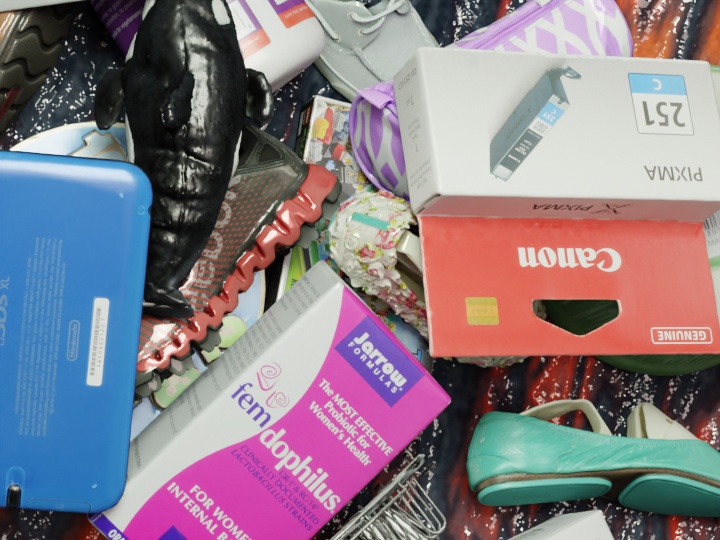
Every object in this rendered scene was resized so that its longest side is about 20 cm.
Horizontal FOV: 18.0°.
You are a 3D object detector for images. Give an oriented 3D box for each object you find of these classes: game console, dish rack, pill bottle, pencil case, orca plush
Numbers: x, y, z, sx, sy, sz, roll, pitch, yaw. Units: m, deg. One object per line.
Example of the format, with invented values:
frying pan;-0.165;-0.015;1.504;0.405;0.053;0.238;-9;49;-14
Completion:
game console;-0.213;0.024;1.298;0.170;0.118;0.201;5;99;-9
dish rack;-0.012;0.179;1.325;0.055;0.200;0.153;45;73;6
pill bottle;-0.116;-0.189;1.391;0.112;0.112;0.200;-33;91;-17
pencil case;0.084;-0.117;1.418;0.200;0.086;0.084;-35;54;-28
orca plush;-0.115;-0.077;1.286;0.105;0.071;0.201;19;85;12

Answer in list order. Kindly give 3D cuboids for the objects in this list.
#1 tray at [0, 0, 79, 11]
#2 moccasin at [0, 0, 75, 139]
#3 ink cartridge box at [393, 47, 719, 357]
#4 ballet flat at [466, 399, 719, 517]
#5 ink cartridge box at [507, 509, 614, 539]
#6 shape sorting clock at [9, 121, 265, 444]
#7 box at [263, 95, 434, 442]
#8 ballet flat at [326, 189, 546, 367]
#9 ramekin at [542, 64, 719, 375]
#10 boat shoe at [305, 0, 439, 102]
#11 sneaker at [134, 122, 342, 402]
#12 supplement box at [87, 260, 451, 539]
tray;-0.180;-0.204;1.315;0.199;0.022;0.108;-6;66;15
moccasin;-0.237;-0.113;1.356;0.078;0.074;0.202;32;99;18
ink cartridge box;0.127;-0.040;1.343;0.199;0.045;0.177;0;71;-23
ballet flat;0.163;0.116;1.450;0.199;0.067;0.071;5;66;-17
ink cartridge box;0.102;0.274;1.397;0.175;0.084;0.201;-23;88;-18
shape sorting clock;-0.156;0.008;1.389;0.199;0.039;0.201;2;81;-15
box;0.000;0.000;1.435;0.110;0.035;0.201;13;79;-14
ballet flat;0.060;0.013;1.392;0.200;0.064;0.076;27;79;-41
ramekin;0.209;-0.036;1.465;0.199;0.098;0.201;2;81;-15
boat shoe;-0.010;-0.173;1.438;0.201;0.071;0.070;47;72;-8
sneaker;-0.103;-0.009;1.351;0.098;0.071;0.201;45;70;-11
supplement box;-0.056;0.102;1.341;0.200;0.103;0.101;-45;100;-1
